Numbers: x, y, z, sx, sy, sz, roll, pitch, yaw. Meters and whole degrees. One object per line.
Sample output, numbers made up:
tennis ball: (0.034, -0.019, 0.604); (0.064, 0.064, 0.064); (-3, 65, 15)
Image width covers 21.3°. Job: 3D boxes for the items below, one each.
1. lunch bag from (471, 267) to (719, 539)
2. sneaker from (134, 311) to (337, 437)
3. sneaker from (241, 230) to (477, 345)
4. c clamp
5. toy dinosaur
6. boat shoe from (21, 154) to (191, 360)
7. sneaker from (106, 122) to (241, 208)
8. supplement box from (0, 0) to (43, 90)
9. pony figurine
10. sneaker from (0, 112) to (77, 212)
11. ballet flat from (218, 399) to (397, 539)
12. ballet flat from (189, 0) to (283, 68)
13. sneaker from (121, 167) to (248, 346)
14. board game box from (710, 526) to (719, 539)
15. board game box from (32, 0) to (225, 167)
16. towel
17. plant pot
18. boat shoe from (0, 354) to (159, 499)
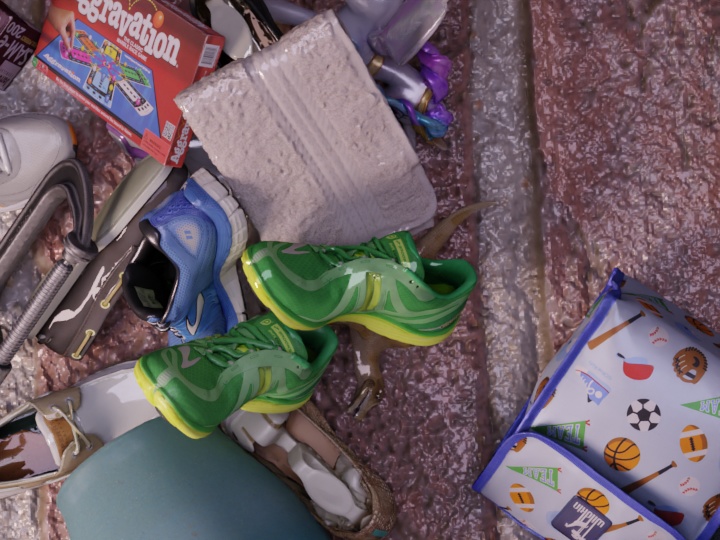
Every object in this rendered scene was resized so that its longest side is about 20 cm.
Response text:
lunch bag: (0.201, 0.131, 1.424); (0.170, 0.124, 0.200); (35, 106, 5)
sneaker: (-0.088, 0.064, 1.372); (0.074, 0.200, 0.084); (48, 116, 17)
sneaker: (0.000, 0.000, 1.375); (0.084, 0.200, 0.074); (-52, 47, 31)
c clamp: (-0.249, 0.018, 1.446); (0.027, 0.171, 0.200); (23, 110, -31)
toy dinosaur: (0.019, 0.013, 1.479); (0.101, 0.058, 0.200); (26, 98, -10)
boat shoe: (-0.185, -0.011, 1.459); (0.061, 0.072, 0.201); (34, 118, -18)
sneaker: (-0.097, -0.096, 1.482); (0.200, 0.075, 0.100); (21, 76, 1)
supplement box: (-0.349, -0.226, 1.476); (0.200, 0.109, 0.061); (38, 92, 3)
pony figurine: (0.014, -0.200, 1.441); (0.200, 0.167, 0.193); (32, 124, 1)
sneaker: (-0.318, -0.075, 1.480); (0.200, 0.092, 0.076); (-16, 88, 4)
ballet flat: (-0.052, 0.134, 1.468); (0.200, 0.065, 0.071); (39, 94, 5)
ballet flat: (-0.070, -0.133, 1.403); (0.068, 0.068, 0.200); (-33, 92, 11)
sneaker: (-0.138, 0.013, 1.413); (0.089, 0.200, 0.079); (-29, 55, -25)
board game box: (0.331, 0.150, 1.402); (0.200, 0.135, 0.028); (-43, 88, 3)
board game box: (-0.178, -0.164, 1.434); (0.200, 0.019, 0.103); (36, 111, 42)
towel: (-0.033, -0.080, 1.372); (0.132, 0.034, 0.200); (-28, 126, 5)
plant pot: (-0.123, 0.213, 1.419); (0.200, 0.200, 0.188); (-35, 71, 3)
boat shoe: (-0.228, 0.128, 1.481); (0.200, 0.068, 0.075); (-29, 87, 4)
